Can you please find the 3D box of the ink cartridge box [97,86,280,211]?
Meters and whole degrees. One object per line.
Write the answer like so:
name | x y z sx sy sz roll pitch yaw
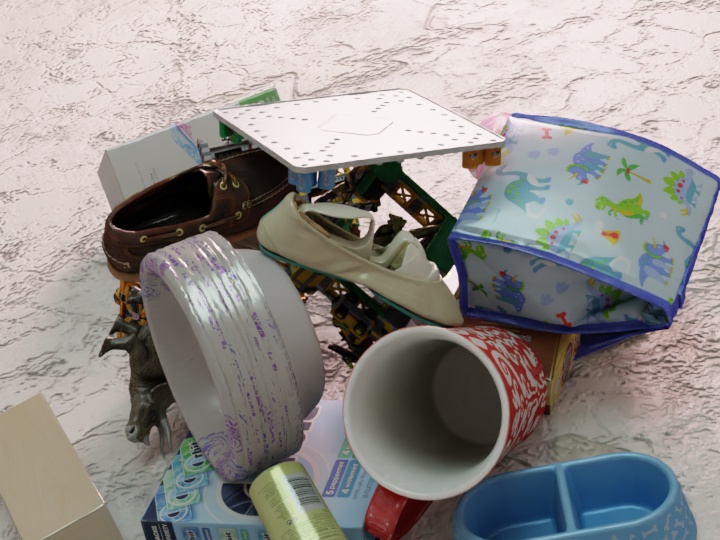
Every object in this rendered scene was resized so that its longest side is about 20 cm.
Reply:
ink cartridge box | -0.175 -0.113 2.029 0.198 0.088 0.145 -23 -2 -12

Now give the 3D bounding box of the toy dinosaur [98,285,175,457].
toy dinosaur | -0.172 0.056 1.716 0.102 0.201 0.077 29 8 -6

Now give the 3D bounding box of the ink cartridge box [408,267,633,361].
ink cartridge box | 0.139 0.029 1.786 0.196 0.047 0.200 -21 30 -13

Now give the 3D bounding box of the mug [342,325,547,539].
mug | 0.063 0.117 1.544 0.177 0.134 0.200 -37 -8 17

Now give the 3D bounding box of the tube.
tube | -0.026 0.241 1.471 0.058 0.052 0.201 -46 53 19

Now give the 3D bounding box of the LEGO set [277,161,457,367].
LEGO set | 0.000 0.000 1.704 0.116 0.153 0.201 -43 17 49

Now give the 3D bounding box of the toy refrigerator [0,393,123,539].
toy refrigerator | -0.271 0.195 1.647 0.075 0.070 0.200 -28 33 -12

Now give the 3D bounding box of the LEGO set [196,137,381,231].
LEGO set | -0.089 -0.091 1.932 0.198 0.117 0.154 -16 -12 -3

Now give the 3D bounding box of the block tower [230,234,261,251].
block tower | -0.099 -0.016 1.799 0.057 0.200 0.054 24 71 -2

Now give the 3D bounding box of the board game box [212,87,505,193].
board game box | -0.004 -0.117 1.661 0.198 0.026 0.200 -9 22 -24

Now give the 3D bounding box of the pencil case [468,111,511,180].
pencil case | 0.192 -0.101 1.938 0.083 0.087 0.199 -46 41 -13

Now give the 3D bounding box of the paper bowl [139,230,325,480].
paper bowl | -0.101 0.064 1.577 0.104 0.202 0.201 -23 32 -17

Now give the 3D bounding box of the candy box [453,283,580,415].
candy box | 0.151 0.025 1.712 0.116 0.057 0.201 15 54 16

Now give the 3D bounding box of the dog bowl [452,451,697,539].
dog bowl | 0.165 0.198 1.497 0.198 0.050 0.112 -10 31 4

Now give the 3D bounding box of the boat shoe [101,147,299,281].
boat shoe | -0.135 -0.059 1.648 0.199 0.071 0.070 -31 58 -24

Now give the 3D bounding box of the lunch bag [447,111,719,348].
lunch bag | 0.198 -0.033 1.640 0.198 0.128 0.171 9 51 23

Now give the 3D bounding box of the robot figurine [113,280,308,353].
robot figurine | -0.148 0.048 1.767 0.198 0.147 0.058 14 22 20

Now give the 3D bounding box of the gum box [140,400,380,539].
gum box | -0.066 0.177 1.620 0.198 0.045 0.170 -1 33 20

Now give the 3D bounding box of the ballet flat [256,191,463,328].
ballet flat | 0.011 -0.012 1.577 0.198 0.070 0.070 22 24 -19
